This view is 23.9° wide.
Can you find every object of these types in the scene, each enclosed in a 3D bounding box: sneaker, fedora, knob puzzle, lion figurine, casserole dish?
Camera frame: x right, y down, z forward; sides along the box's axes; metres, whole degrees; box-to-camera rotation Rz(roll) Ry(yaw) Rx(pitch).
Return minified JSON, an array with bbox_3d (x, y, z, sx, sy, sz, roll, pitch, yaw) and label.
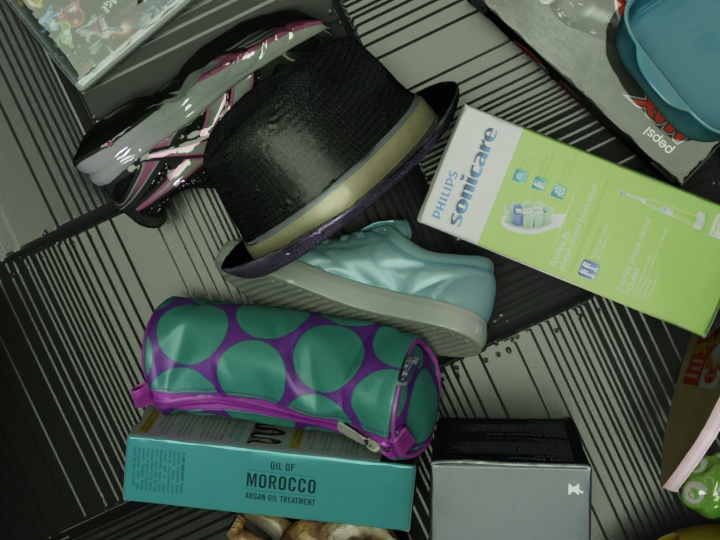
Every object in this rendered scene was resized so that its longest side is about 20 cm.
[{"bbox_3d":[-0.099,-0.105,1.194,0.200,0.080,0.086,-32,114,4],"label":"sneaker"},{"bbox_3d":[0.000,0.000,1.196,0.199,0.074,0.082,16,65,7],"label":"sneaker"},{"bbox_3d":[-0.033,-0.087,1.116,0.200,0.201,0.092,-37,104,5],"label":"fedora"},{"bbox_3d":[0.244,0.052,1.109,0.030,0.220,0.220,21,95,1],"label":"knob puzzle"},{"bbox_3d":[-0.062,0.239,1.214,0.122,0.072,0.200,35,109,-7],"label":"lion figurine"},{"bbox_3d":[0.246,-0.154,1.132,0.200,0.039,0.121,-33,82,-33],"label":"casserole dish"}]

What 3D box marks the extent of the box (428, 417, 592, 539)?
[{"bbox_3d":[0.097,0.209,1.137,0.104,0.182,0.201,0,93,3],"label":"box"}]

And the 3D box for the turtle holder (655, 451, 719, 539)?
[{"bbox_3d":[0.239,0.230,1.141,0.131,0.186,0.141,13,51,19],"label":"turtle holder"}]

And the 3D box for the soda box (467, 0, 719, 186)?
[{"bbox_3d":[0.167,-0.149,1.169,0.200,0.063,0.071,43,95,0],"label":"soda box"}]

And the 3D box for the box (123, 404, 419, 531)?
[{"bbox_3d":[-0.060,0.136,1.190,0.199,0.082,0.049,6,103,4],"label":"box"}]

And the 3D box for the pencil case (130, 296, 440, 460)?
[{"bbox_3d":[-0.049,0.073,1.166,0.199,0.093,0.085,8,138,18],"label":"pencil case"}]

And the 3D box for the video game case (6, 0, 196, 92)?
[{"bbox_3d":[-0.178,-0.259,1.205,0.200,0.023,0.182,-39,90,4],"label":"video game case"}]

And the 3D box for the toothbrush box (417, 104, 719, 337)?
[{"bbox_3d":[0.146,-0.037,1.136,0.200,0.146,0.086,23,95,1],"label":"toothbrush box"}]
